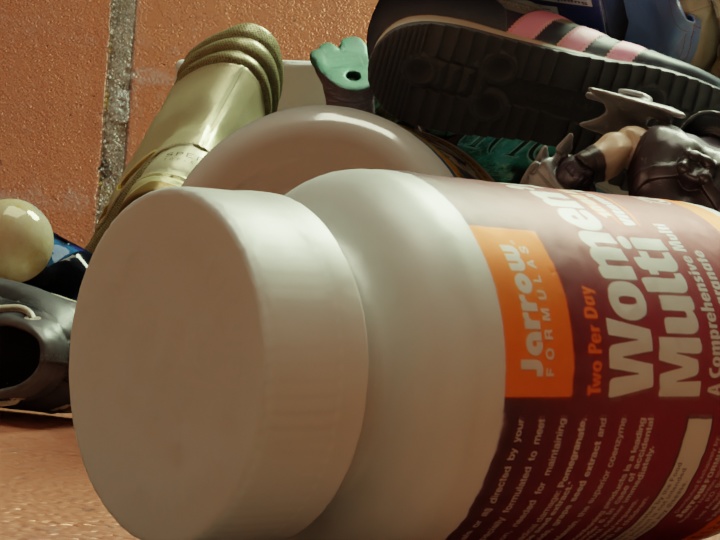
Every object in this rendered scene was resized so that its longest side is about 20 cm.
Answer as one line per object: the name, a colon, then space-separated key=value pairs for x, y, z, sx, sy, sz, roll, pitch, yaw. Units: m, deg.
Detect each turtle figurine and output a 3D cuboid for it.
turtle figurine: x=0.010 y=-0.038 z=1.014 sx=0.150 sy=0.200 sz=0.101 roll=-17 pitch=49 yaw=-28

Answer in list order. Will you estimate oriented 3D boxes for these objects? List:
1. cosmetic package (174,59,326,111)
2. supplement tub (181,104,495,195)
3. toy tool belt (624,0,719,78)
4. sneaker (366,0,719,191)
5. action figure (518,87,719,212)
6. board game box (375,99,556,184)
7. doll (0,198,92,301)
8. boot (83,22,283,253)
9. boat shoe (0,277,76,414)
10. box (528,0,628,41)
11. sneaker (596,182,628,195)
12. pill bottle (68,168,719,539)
cosmetic package: x=-0.021 y=-0.038 z=1.210 sx=0.165 sy=0.200 sz=0.165 roll=6 pitch=2 yaw=36
supplement tub: x=0.000 y=0.000 z=0.843 sx=0.144 sy=0.145 sz=0.200 roll=5 pitch=2 yaw=13
toy tool belt: x=0.157 y=-0.148 z=0.929 sx=0.123 sy=0.125 sz=0.200 roll=-10 pitch=-9 yaw=-26
sneaker: x=0.099 y=-0.092 z=0.820 sx=0.200 sy=0.070 sz=0.082 roll=18 pitch=33 yaw=-14
action figure: x=0.115 y=-0.001 z=0.707 sx=0.130 sy=0.069 sz=0.200 roll=18 pitch=49 yaw=21
board game box: x=0.087 y=-0.096 z=1.088 sx=0.200 sy=0.028 sz=0.135 roll=9 pitch=-38 yaw=-40
doll: x=-0.146 y=0.007 z=0.896 sx=0.136 sy=0.049 sz=0.200 roll=33 pitch=-3 yaw=19
boot: x=-0.113 y=-0.045 z=1.065 sx=0.073 sy=0.156 sz=0.200 roll=25 pitch=-36 yaw=-7
boat shoe: x=-0.208 y=0.023 z=0.784 sx=0.200 sy=0.073 sz=0.063 roll=10 pitch=0 yaw=16
box: x=0.062 y=-0.144 z=0.849 sx=0.121 sy=0.032 sz=0.200 roll=13 pitch=-13 yaw=15
sneaker: x=0.145 y=0.002 z=1.011 sx=0.200 sy=0.131 sz=0.080 roll=-36 pitch=-13 yaw=-5
pill bottle: x=0.027 y=0.028 z=0.503 sx=0.200 sy=0.110 sz=0.109 roll=3 pitch=2 yaw=-40
